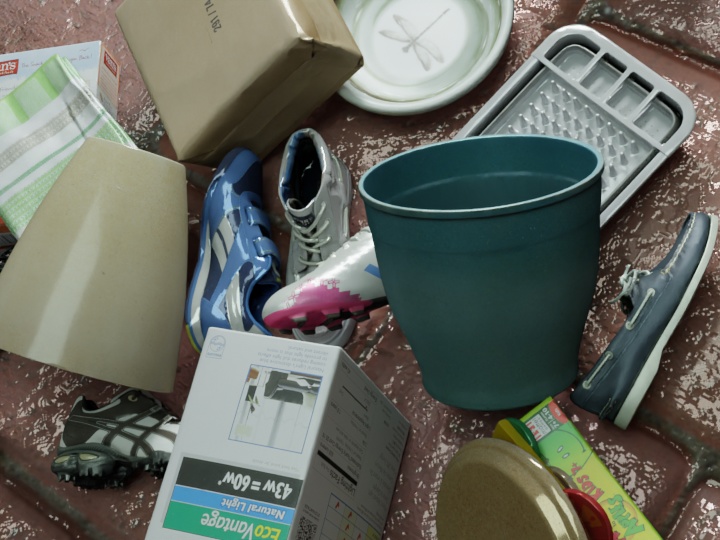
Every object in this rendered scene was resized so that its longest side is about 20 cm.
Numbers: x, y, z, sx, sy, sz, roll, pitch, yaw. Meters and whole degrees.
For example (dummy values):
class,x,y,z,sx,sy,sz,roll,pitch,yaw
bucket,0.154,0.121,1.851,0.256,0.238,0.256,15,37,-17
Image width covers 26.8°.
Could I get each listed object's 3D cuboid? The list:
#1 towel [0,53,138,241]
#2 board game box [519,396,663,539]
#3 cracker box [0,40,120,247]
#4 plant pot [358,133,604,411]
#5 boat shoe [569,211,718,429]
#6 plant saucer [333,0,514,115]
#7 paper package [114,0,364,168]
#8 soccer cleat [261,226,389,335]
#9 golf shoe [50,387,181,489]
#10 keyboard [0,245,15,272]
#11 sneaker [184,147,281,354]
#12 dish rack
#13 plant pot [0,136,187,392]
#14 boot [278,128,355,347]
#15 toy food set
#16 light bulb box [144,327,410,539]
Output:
class,x,y,z,sx,sy,sz,roll,pitch,yaw
towel,-0.303,-0.109,1.485,0.149,0.031,0.200,-38,64,-4
board game box,0.201,0.203,1.202,0.048,0.102,0.200,-37,61,1
cracker box,-0.323,-0.129,1.549,0.133,0.058,0.201,-5,67,15
plant pot,0.109,0.006,1.251,0.199,0.200,0.189,-2,111,18
boat shoe,0.241,0.034,1.278,0.062,0.075,0.201,26,86,10
plant saucer,0.056,-0.232,1.468,0.199,0.050,0.201,-7,66,16
paper package,-0.121,-0.225,1.465,0.190,0.103,0.201,-40,60,25
soccer cleat,0.000,0.000,1.346,0.199,0.070,0.087,-12,77,-20
golf shoe,-0.187,0.146,1.373,0.199,0.078,0.095,-4,66,16
keyboard,-0.398,0.038,1.513,0.199,0.040,0.105,-21,63,8
sneaker,-0.107,-0.018,1.421,0.082,0.074,0.201,2,77,20
dish rack,0.188,-0.111,1.375,0.200,0.044,0.172,-46,62,-4
plant pot,-0.232,-0.012,1.368,0.186,0.187,0.201,15,88,24
boot,-0.047,-0.029,1.389,0.073,0.096,0.201,-9,65,15
toy food set,0.129,0.223,1.182,0.048,0.199,0.200,-15,49,-31
light bulb box,-0.063,0.180,1.247,0.124,0.198,0.201,7,69,23
